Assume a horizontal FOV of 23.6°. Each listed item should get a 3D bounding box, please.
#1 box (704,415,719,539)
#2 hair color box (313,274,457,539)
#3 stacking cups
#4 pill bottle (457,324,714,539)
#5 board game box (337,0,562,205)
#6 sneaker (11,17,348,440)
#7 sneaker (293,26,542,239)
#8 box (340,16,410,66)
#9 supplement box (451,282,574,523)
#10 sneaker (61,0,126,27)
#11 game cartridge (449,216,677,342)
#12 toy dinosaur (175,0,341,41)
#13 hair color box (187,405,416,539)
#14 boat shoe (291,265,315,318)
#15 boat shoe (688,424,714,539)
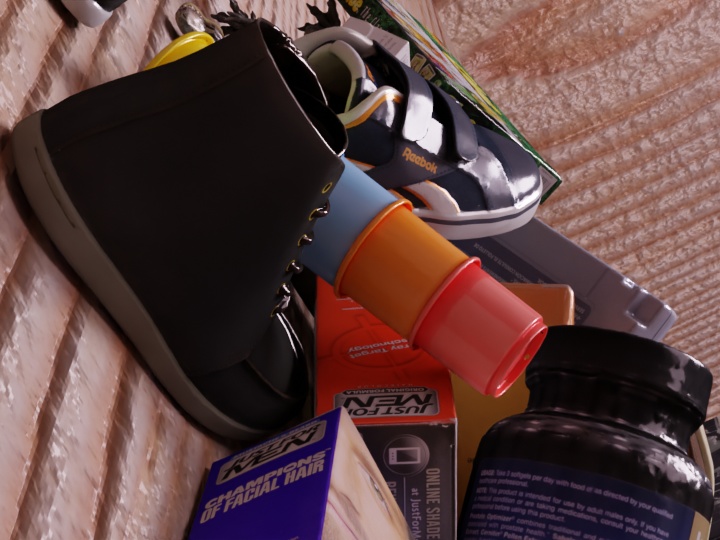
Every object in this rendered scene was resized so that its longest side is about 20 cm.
[{"bbox_3d":[0.184,0.202,1.069,0.125,0.199,0.197,63,10,-8],"label":"box"},{"bbox_3d":[0.009,0.061,0.791,0.200,0.061,0.102,-94,-177,-65],"label":"hair color box"},{"bbox_3d":[-0.012,-0.018,0.729,0.200,0.061,0.060,40,4,13],"label":"stacking cups"},{"bbox_3d":[0.095,0.132,0.774,0.112,0.111,0.201,46,57,-62],"label":"pill bottle"},{"bbox_3d":[0.041,-0.117,1.004,0.105,0.023,0.200,39,11,-35],"label":"board game box"},{"bbox_3d":[-0.038,-0.007,0.664,0.200,0.106,0.075,54,15,-52],"label":"sneaker"},{"bbox_3d":[0.013,-0.066,0.832,0.199,0.080,0.079,1,33,-32],"label":"sneaker"},{"bbox_3d":[0.005,-0.048,0.951,0.039,0.041,0.201,27,-33,25],"label":"box"},{"bbox_3d":[0.072,0.110,0.873,0.069,0.066,0.201,67,27,-72],"label":"supplement box"},{"bbox_3d":[-0.109,-0.208,0.796,0.071,0.099,0.201,48,19,-54],"label":"sneaker"},{"bbox_3d":[0.078,0.034,0.999,0.041,0.133,0.200,41,-1,-40],"label":"game cartridge"},{"bbox_3d":[-0.036,-0.125,1.011,0.199,0.048,0.088,11,36,-35],"label":"toy dinosaur"},{"bbox_3d":[-0.013,0.137,0.587,0.110,0.065,0.200,63,9,-14],"label":"hair color box"},{"bbox_3d":[0.000,0.000,0.922,0.072,0.060,0.202,18,-42,57],"label":"boat shoe"},{"bbox_3d":[0.143,0.143,0.889,0.075,0.074,0.204,-45,130,-60],"label":"boat shoe"}]
